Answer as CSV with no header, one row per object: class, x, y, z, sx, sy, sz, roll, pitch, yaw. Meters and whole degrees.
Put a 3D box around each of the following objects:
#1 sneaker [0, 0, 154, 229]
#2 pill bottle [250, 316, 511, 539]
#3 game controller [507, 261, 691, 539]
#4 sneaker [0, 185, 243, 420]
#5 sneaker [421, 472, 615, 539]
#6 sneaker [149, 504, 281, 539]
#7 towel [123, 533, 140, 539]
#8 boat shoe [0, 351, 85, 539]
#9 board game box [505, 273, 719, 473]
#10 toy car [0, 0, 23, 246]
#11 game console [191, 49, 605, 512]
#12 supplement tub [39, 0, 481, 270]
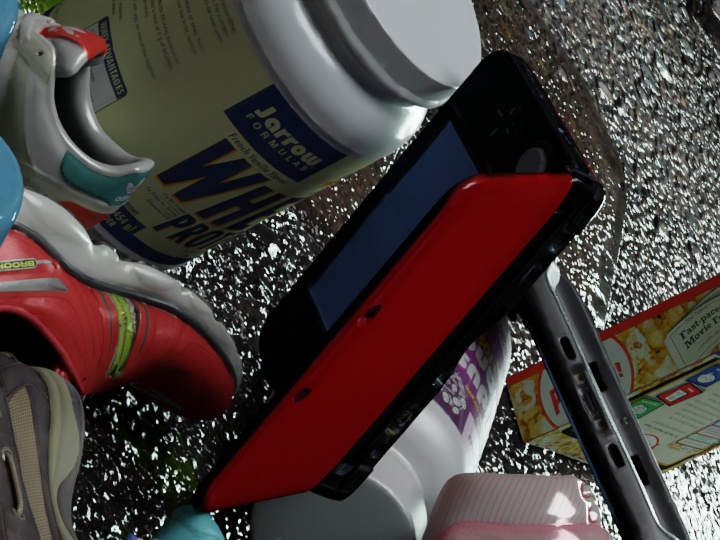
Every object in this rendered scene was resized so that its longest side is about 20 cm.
sneaker,-0.166,-0.107,1.373,0.200,0.093,0.070,61,25,-4
pill bottle,0.008,0.080,1.499,0.112,0.112,0.200,54,27,-18
game controller,0.118,0.079,1.512,0.200,0.042,0.104,66,10,18
sneaker,-0.133,0.034,1.353,0.200,0.077,0.085,34,58,-44
sneaker,0.117,0.155,1.419,0.200,0.075,0.105,20,65,-14
sneaker,-0.033,0.165,1.349,0.077,0.080,0.200,27,-4,42
towel,-0.084,0.230,1.227,0.147,0.024,0.200,45,48,-33
boat shoe,-0.159,0.112,1.221,0.073,0.074,0.200,31,31,-31
board game box,0.211,0.060,1.796,0.151,0.200,0.046,23,45,-54
toy car,-0.250,-0.033,1.117,0.200,0.184,0.177,12,49,-23
game console,0.000,0.000,1.331,0.119,0.200,0.172,24,26,-36
supplement tub,-0.057,-0.100,1.447,0.145,0.200,0.145,42,32,-36
